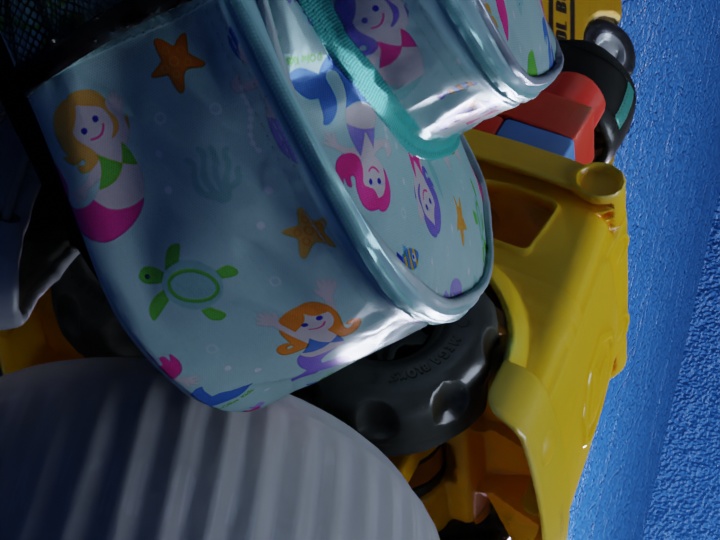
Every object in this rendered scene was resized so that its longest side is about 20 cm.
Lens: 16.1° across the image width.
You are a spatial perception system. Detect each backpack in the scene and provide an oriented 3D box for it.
[{"bbox_3d":[-0.030,-0.068,0.698,0.177,0.150,0.201,-13,83,-77],"label":"backpack"}]

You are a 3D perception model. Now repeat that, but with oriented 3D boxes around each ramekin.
[{"bbox_3d":[-0.065,0.114,0.772,0.201,0.198,0.106,83,14,-52],"label":"ramekin"}]

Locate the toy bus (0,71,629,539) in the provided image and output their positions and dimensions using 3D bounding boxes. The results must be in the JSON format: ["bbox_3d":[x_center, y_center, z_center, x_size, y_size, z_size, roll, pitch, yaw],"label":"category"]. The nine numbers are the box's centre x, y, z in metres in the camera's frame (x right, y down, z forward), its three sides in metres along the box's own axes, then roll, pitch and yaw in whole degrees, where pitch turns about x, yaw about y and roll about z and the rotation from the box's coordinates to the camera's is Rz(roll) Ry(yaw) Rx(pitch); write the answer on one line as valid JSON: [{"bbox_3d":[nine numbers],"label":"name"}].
[{"bbox_3d":[0.000,0.000,0.875,0.136,0.199,0.193,80,31,-52],"label":"toy bus"}]

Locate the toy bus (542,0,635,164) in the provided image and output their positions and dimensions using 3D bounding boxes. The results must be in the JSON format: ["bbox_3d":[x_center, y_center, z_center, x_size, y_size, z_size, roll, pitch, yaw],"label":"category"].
[{"bbox_3d":[0.071,-0.128,1.125,0.065,0.078,0.202,-23,-119,53],"label":"toy bus"}]

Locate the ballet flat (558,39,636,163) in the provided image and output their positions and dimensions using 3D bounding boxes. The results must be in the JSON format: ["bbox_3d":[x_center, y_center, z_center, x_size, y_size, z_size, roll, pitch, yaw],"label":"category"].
[{"bbox_3d":[0.020,-0.029,1.025,0.068,0.199,0.069,51,18,-26],"label":"ballet flat"}]

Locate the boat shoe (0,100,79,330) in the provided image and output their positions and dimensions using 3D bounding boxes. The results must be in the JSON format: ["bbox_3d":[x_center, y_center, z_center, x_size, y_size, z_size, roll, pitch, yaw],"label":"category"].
[{"bbox_3d":[-0.091,-0.036,0.791,0.200,0.069,0.071,-62,156,-52],"label":"boat shoe"}]
